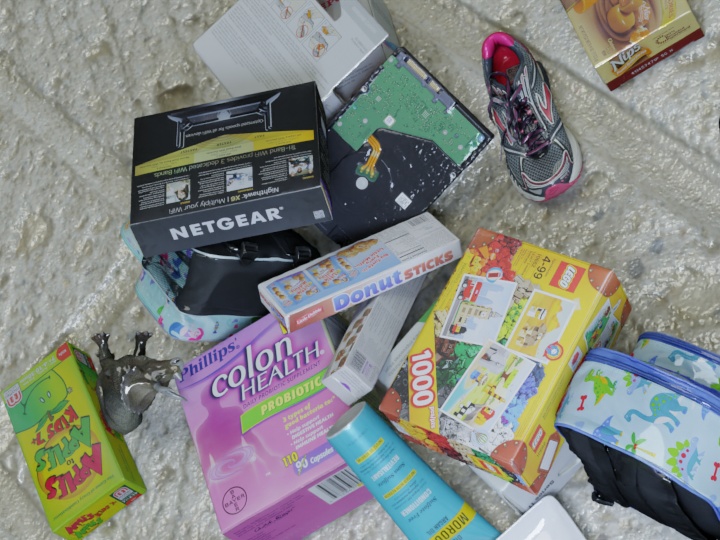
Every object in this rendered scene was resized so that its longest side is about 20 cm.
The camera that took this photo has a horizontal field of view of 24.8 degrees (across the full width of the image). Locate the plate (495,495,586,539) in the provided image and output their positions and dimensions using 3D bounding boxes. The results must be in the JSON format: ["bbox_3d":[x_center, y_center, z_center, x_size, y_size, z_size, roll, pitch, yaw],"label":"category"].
[{"bbox_3d":[0.157,0.340,1.482,0.199,0.032,0.200,-41,53,4],"label":"plate"}]

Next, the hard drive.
[{"bbox_3d":[0.025,-0.115,1.716,0.140,0.038,0.200,43,107,3],"label":"hard drive"}]

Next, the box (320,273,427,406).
[{"bbox_3d":[0.016,0.054,1.634,0.039,0.041,0.200,-36,17,38],"label":"box"}]

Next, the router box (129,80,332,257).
[{"bbox_3d":[-0.131,-0.104,1.657,0.198,0.052,0.158,-11,47,7],"label":"router box"}]

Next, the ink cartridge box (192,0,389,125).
[{"bbox_3d":[-0.072,-0.242,1.789,0.173,0.044,0.200,-42,54,5],"label":"ink cartridge box"}]

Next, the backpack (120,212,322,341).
[{"bbox_3d":[-0.160,-0.020,1.747,0.200,0.177,0.151,49,124,37],"label":"backpack"}]

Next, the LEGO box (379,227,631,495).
[{"bbox_3d":[0.133,0.080,1.490,0.148,0.077,0.201,19,71,33],"label":"LEGO box"}]

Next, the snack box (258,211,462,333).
[{"bbox_3d":[0.000,0.000,1.648,0.199,0.024,0.072,-24,36,-16],"label":"snack box"}]

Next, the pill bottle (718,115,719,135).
[{"bbox_3d":[0.394,-0.108,1.526,0.111,0.112,0.201,-13,61,23],"label":"pill bottle"}]

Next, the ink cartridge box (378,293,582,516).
[{"bbox_3d":[0.133,0.117,1.575,0.147,0.083,0.200,-48,53,-1],"label":"ink cartridge box"}]

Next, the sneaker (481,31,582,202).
[{"bbox_3d":[0.168,-0.158,1.700,0.080,0.075,0.201,-28,56,14],"label":"sneaker"}]

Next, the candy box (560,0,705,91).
[{"bbox_3d":[0.268,-0.301,1.727,0.115,0.055,0.201,-29,55,13],"label":"candy box"}]

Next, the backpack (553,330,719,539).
[{"bbox_3d":[0.269,0.140,1.416,0.182,0.200,0.148,22,78,36],"label":"backpack"}]

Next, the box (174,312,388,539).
[{"bbox_3d":[-0.073,0.156,1.661,0.175,0.097,0.201,-30,55,13],"label":"box"}]

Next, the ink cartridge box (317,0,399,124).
[{"bbox_3d":[-0.023,-0.210,1.824,0.145,0.083,0.201,-26,56,17],"label":"ink cartridge box"}]

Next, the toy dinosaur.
[{"bbox_3d":[-0.251,0.128,1.727,0.200,0.076,0.103,-51,41,49],"label":"toy dinosaur"}]

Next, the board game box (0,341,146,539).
[{"bbox_3d":[-0.320,0.188,1.811,0.101,0.048,0.201,-36,54,8],"label":"board game box"}]

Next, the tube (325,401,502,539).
[{"bbox_3d":[0.051,0.212,1.537,0.077,0.200,0.050,-41,9,9],"label":"tube"}]
